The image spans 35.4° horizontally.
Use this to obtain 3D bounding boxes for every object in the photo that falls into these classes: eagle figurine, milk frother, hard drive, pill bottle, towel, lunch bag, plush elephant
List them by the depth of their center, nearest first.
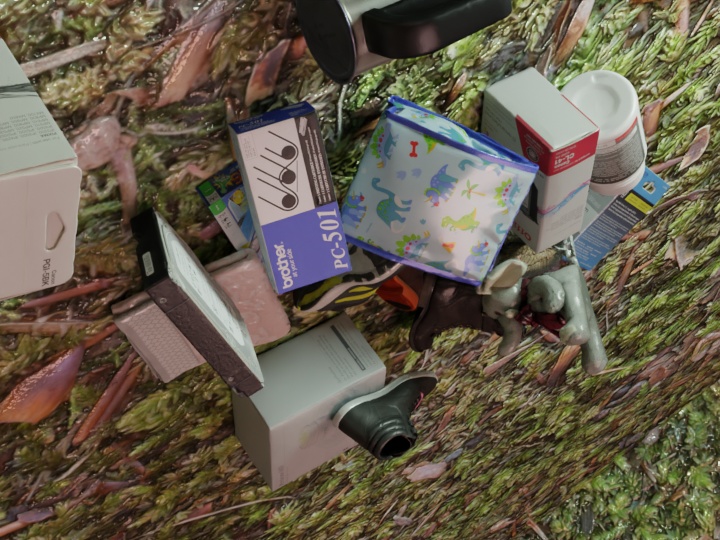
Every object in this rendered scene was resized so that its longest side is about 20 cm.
[{"bbox_3d":[0.041,-0.311,1.112,0.188,0.180,0.200,-27,106,-21],"label":"milk frother"},{"bbox_3d":[-0.181,0.037,1.259,0.038,0.140,0.200,-30,128,4],"label":"hard drive"},{"bbox_3d":[0.091,-0.091,1.357,0.127,0.200,0.170,-73,-173,-69],"label":"lunch bag"},{"bbox_3d":[-0.195,0.062,1.418,0.191,0.032,0.200,-23,150,-3],"label":"towel"},{"bbox_3d":[0.239,0.051,1.575,0.155,0.200,0.165,-16,159,17],"label":"plush elephant"},{"bbox_3d":[0.351,-0.191,1.625,0.114,0.114,0.200,-39,151,1],"label":"pill bottle"},{"bbox_3d":[0.236,-0.055,1.659,0.200,0.152,0.151,-1,105,-4],"label":"eagle figurine"}]

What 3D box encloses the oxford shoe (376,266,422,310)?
[{"bbox_3d":[0.036,-0.019,1.588,0.073,0.071,0.200,-66,150,-20],"label":"oxford shoe"}]

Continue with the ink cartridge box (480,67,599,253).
[{"bbox_3d":[0.232,-0.145,1.509,0.086,0.148,0.200,-26,144,-21],"label":"ink cartridge box"}]

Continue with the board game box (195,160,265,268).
[{"bbox_3d":[-0.104,-0.075,1.359,0.135,0.034,0.200,-35,151,-5],"label":"board game box"}]

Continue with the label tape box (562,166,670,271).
[{"bbox_3d":[0.404,-0.099,1.870,0.200,0.066,0.143,-49,150,14],"label":"label tape box"}]

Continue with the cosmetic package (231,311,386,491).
[{"bbox_3d":[-0.079,0.199,1.692,0.200,0.123,0.199,-25,149,-20],"label":"cosmetic package"}]

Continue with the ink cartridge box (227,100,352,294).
[{"bbox_3d":[-0.077,-0.081,1.266,0.094,0.044,0.200,-18,118,-13],"label":"ink cartridge box"}]

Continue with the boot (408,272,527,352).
[{"bbox_3d":[0.170,0.080,1.747,0.200,0.174,0.069,96,12,-51],"label":"boot"}]

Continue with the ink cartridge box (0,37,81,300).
[{"bbox_3d":[-0.312,-0.094,0.926,0.083,0.200,0.147,-17,145,-32],"label":"ink cartridge box"}]

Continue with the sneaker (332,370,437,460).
[{"bbox_3d":[0.062,0.216,1.652,0.200,0.099,0.071,-20,143,-41],"label":"sneaker"}]

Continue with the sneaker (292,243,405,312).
[{"bbox_3d":[0.000,0.000,1.508,0.200,0.075,0.085,-25,157,35],"label":"sneaker"}]
